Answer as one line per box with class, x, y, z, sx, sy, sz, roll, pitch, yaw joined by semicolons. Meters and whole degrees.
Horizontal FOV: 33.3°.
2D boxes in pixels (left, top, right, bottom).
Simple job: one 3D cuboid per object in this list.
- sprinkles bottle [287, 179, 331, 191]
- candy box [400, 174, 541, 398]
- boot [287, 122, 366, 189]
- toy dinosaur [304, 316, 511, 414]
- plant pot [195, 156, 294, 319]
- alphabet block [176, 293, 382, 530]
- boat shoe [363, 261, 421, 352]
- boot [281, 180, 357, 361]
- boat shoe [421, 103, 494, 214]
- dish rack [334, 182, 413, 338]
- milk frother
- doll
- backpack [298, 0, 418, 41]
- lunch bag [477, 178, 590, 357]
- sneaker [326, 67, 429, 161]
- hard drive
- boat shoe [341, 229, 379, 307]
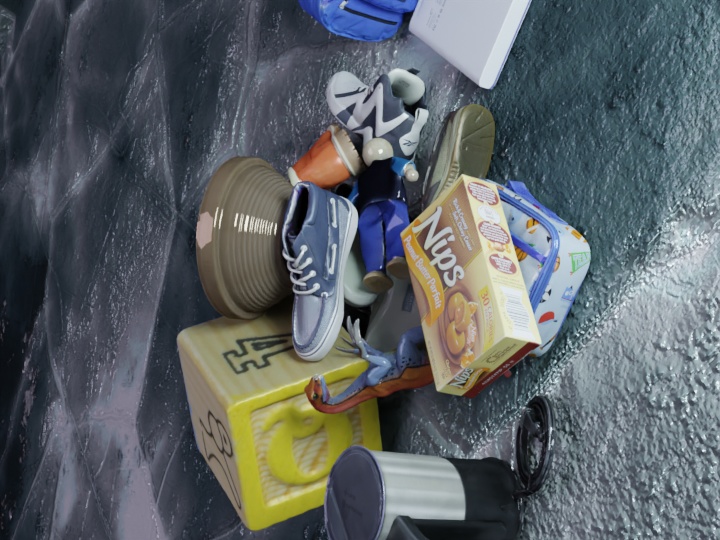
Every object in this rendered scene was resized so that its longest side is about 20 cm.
sprinkles bottle;-0.118;-0.099;1.797;0.199;0.067;0.069;-4;78;57
candy box;0.112;0.016;1.263;0.115;0.055;0.202;-42;46;39
boot;-0.055;-0.140;1.619;0.106;0.076;0.200;-33;6;2
toy dinosaur;0.032;0.111;1.346;0.182;0.105;0.200;-49;59;2
plant pot;-0.114;-0.038;1.487;0.091;0.200;0.204;4;84;25
alphabet block;-0.102;0.172;1.522;0.200;0.194;0.198;43;147;53
boat shoe;0.044;0.043;1.500;0.069;0.071;0.203;-115;35;-73
boot;-0.064;0.000;1.421;0.072;0.090;0.203;-1;74;38
boat shoe;0.108;-0.097;1.432;0.066;0.071;0.204;7;83;64
dish rack;0.000;0.000;1.591;0.153;0.054;0.203;33;110;57
milk frother;0.092;0.215;1.254;0.180;0.186;0.203;15;94;58
doll;0.022;-0.077;1.466;0.136;0.048;0.203;-28;52;35
backpack;0.006;-0.406;1.589;0.202;0.161;0.168;-64;36;22
lunch bag;0.158;-0.011;1.319;0.200;0.075;0.162;43;116;53
sneaker;0.032;-0.229;1.578;0.130;0.079;0.200;-57;38;31
hard drive;0.133;-0.323;1.487;0.200;0.025;0.133;51;124;51
boat shoe;-0.025;-0.007;1.529;0.202;0.069;0.072;-115;36;-49
